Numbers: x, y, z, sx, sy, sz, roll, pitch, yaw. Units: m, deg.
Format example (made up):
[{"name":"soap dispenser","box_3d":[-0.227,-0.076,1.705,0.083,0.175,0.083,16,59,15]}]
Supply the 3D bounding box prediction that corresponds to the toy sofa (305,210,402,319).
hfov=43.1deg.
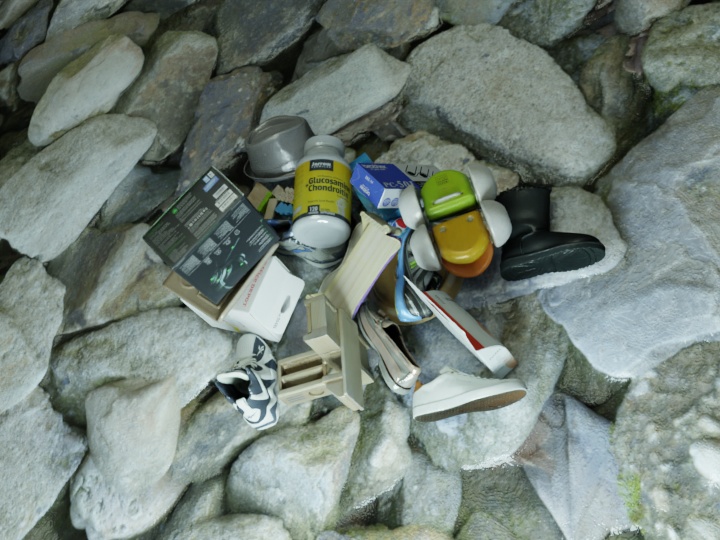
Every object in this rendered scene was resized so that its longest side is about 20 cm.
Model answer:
[{"name":"toy sofa","box_3d":[0.000,0.000,1.644,0.097,0.083,0.201,36,100,16]}]

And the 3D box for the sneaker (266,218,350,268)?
[{"name":"sneaker","box_3d":[-0.111,-0.061,1.800,0.199,0.085,0.078,8,65,30]}]

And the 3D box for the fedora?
[{"name":"fedora","box_3d":[-0.163,-0.266,1.912,0.198,0.091,0.178,-10,35,18]}]

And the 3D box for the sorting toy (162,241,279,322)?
[{"name":"sorting toy","box_3d":[-0.262,-0.008,1.721,0.199,0.037,0.186,26,75,40]}]

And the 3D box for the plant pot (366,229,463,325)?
[{"name":"plant pot","box_3d":[0.096,0.005,1.692,0.198,0.028,0.201,-12,57,19]}]

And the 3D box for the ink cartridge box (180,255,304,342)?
[{"name":"ink cartridge box","box_3d":[-0.218,0.044,1.765,0.199,0.125,0.129,9,66,31]}]

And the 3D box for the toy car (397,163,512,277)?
[{"name":"toy car","box_3d":[0.171,-0.078,1.604,0.174,0.150,0.201,-20,56,8]}]

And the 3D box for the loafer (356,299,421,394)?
[{"name":"loafer","box_3d":[0.055,0.123,1.603,0.063,0.072,0.201,-48,46,27]}]

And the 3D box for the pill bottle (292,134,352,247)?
[{"name":"pill bottle","box_3d":[-0.072,-0.153,1.744,0.111,0.112,0.202,-11,61,21]}]

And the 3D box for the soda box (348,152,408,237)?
[{"name":"soda box","box_3d":[0.035,-0.141,1.769,0.064,0.068,0.200,-36,44,3]}]

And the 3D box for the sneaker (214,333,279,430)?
[{"name":"sneaker","box_3d":[-0.214,0.183,1.677,0.079,0.130,0.200,-18,55,15]}]

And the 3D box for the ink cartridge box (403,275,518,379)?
[{"name":"ink cartridge box","box_3d":[0.166,0.081,1.500,0.050,0.200,0.162,-43,52,-3]}]

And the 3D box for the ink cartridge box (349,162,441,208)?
[{"name":"ink cartridge box","box_3d":[0.087,-0.158,1.697,0.094,0.199,0.044,46,126,38]}]

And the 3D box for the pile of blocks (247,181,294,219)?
[{"name":"pile of blocks","box_3d":[-0.150,-0.132,1.882,0.199,0.062,0.083,6,75,39]}]

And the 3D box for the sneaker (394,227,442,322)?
[{"name":"sneaker","box_3d":[0.106,0.003,1.638,0.082,0.071,0.201,1,59,5]}]

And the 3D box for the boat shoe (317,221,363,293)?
[{"name":"boat shoe","box_3d":[-0.017,0.002,1.736,0.067,0.057,0.201,28,88,23]}]

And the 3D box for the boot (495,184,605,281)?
[{"name":"boot","box_3d":[0.323,-0.076,1.599,0.197,0.073,0.164,-13,57,25]}]

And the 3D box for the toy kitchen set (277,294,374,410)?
[{"name":"toy kitchen set","box_3d":[-0.089,0.178,1.571,0.179,0.200,0.164,-18,54,16]}]

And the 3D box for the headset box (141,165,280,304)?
[{"name":"headset box","box_3d":[-0.253,-0.055,1.597,0.174,0.200,0.093,-46,64,-4]}]

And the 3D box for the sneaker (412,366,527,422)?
[{"name":"sneaker","box_3d":[0.176,0.190,1.510,0.198,0.073,0.085,-14,59,21]}]
